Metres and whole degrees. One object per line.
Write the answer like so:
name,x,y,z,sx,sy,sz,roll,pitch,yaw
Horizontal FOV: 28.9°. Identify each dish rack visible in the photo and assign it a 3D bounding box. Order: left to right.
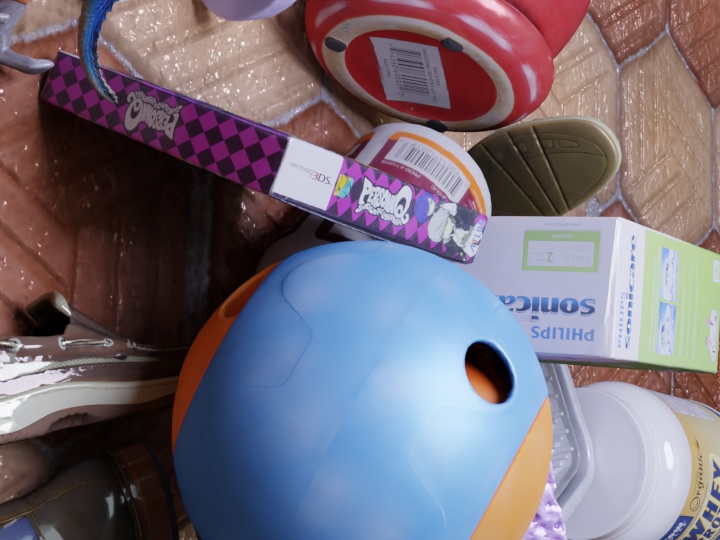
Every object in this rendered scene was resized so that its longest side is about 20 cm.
dish rack,0.107,0.094,1.026,0.172,0.043,0.200,-34,107,-59

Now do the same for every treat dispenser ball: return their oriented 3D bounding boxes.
treat dispenser ball,0.001,0.085,0.738,0.201,0.201,0.201,10,78,-52

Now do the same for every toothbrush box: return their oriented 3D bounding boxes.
toothbrush box,0.133,0.018,0.899,0.200,0.145,0.086,8,84,-58

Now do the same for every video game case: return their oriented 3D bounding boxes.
video game case,-0.054,-0.064,0.801,0.181,0.200,0.036,17,96,-50

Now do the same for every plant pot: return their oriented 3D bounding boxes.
plant pot,0.070,-0.208,0.981,0.200,0.200,0.183,39,60,-43

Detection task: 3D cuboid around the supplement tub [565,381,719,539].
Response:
supplement tub,0.231,0.171,1.186,0.200,0.144,0.145,16,73,-51

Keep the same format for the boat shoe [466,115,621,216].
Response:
boat shoe,0.105,-0.065,1.007,0.073,0.201,0.063,56,41,-7

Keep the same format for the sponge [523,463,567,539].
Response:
sponge,0.074,0.172,0.873,0.111,0.030,0.200,-12,87,-14

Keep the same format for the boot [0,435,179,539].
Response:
boot,-0.147,0.195,0.770,0.097,0.075,0.200,-16,109,-28

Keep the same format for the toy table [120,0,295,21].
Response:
toy table,-0.084,-0.239,0.813,0.117,0.184,0.200,-13,124,-47

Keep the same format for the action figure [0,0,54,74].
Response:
action figure,-0.209,-0.207,0.696,0.200,0.104,0.194,8,73,-77

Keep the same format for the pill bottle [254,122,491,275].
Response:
pill bottle,0.000,0.000,0.929,0.200,0.114,0.114,-53,126,-41

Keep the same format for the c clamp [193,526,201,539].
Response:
c clamp,-0.070,0.210,0.833,0.171,0.027,0.200,-75,157,-58

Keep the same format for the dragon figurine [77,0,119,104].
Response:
dragon figurine,-0.107,-0.187,0.707,0.059,0.099,0.200,-22,111,-77

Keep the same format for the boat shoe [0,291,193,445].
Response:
boat shoe,-0.155,0.047,0.755,0.202,0.075,0.075,-8,86,-53
